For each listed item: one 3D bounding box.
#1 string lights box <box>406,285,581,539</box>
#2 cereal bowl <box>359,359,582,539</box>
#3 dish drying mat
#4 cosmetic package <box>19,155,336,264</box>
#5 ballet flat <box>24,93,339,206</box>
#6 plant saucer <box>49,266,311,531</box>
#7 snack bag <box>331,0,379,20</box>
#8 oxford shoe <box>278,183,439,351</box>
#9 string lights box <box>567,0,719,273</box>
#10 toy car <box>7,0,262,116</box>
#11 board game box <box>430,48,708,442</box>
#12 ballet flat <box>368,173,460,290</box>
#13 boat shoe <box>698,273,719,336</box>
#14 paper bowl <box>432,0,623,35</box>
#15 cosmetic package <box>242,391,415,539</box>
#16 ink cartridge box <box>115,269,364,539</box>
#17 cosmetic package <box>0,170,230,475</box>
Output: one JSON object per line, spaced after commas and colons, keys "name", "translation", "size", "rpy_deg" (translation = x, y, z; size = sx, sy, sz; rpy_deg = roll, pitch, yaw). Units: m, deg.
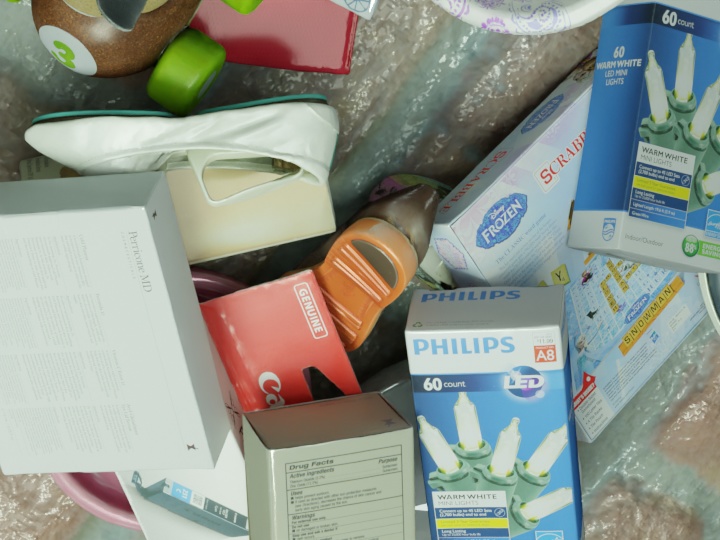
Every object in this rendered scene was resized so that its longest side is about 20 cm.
{"name": "string lights box", "translation": [0.093, 0.111, 1.307], "size": [0.102, 0.059, 0.200], "rpy_deg": [-3, 119, 11]}
{"name": "cereal bowl", "translation": [0.057, 0.148, 1.422], "size": [0.199, 0.083, 0.201], "rpy_deg": [-4, 110, -10]}
{"name": "dish drying mat", "translation": [-0.100, -0.182, 1.310], "size": [0.199, 0.018, 0.077], "rpy_deg": [7, 105, -12]}
{"name": "cosmetic package", "translation": [-0.125, -0.051, 1.306], "size": [0.199, 0.105, 0.071], "rpy_deg": [-14, 111, -8]}
{"name": "ballet flat", "translation": [-0.112, -0.072, 1.222], "size": [0.199, 0.069, 0.070], "rpy_deg": [-4, 110, -3]}
{"name": "plant saucer", "translation": [-0.136, 0.088, 1.380], "size": [0.200, 0.051, 0.201], "rpy_deg": [-4, 111, -10]}
{"name": "snack bag", "translation": [-0.034, -0.288, 1.228], "size": [0.188, 0.021, 0.200], "rpy_deg": [30, 113, 8]}
{"name": "oxford shoe", "translation": [0.000, 0.000, 1.326], "size": [0.071, 0.200, 0.073], "rpy_deg": [43, 60, -7]}
{"name": "string lights box", "translation": [0.212, -0.105, 1.330], "size": [0.103, 0.059, 0.201], "rpy_deg": [11, 86, -31]}
{"name": "toy car", "translation": [-0.158, -0.182, 1.173], "size": [0.164, 0.200, 0.158], "rpy_deg": [34, 106, 1]}
{"name": "board game box", "translation": [0.164, -0.019, 1.364], "size": [0.200, 0.041, 0.200], "rpy_deg": [-44, 114, -23]}
{"name": "ballet flat", "translation": [0.088, 0.007, 1.385], "size": [0.069, 0.071, 0.200], "rpy_deg": [-44, 111, 7]}
{"name": "boat shoe", "translation": [0.287, -0.041, 1.380], "size": [0.075, 0.062, 0.201], "rpy_deg": [4, 87, -39]}
{"name": "paper bowl", "translation": [0.115, -0.259, 1.256], "size": [0.200, 0.104, 0.201], "rpy_deg": [5, 106, 16]}
{"name": "cosmetic package", "translation": [-0.020, 0.192, 1.305], "size": [0.103, 0.073, 0.201], "rpy_deg": [-7, 108, -17]}
{"name": "ink cartridge box", "translation": [-0.083, 0.114, 1.323], "size": [0.176, 0.045, 0.200], "rpy_deg": [-16, 113, 15]}
{"name": "cosmetic package", "translation": [-0.179, 0.037, 1.237], "size": [0.150, 0.052, 0.200], "rpy_deg": [-1, 122, 16]}
